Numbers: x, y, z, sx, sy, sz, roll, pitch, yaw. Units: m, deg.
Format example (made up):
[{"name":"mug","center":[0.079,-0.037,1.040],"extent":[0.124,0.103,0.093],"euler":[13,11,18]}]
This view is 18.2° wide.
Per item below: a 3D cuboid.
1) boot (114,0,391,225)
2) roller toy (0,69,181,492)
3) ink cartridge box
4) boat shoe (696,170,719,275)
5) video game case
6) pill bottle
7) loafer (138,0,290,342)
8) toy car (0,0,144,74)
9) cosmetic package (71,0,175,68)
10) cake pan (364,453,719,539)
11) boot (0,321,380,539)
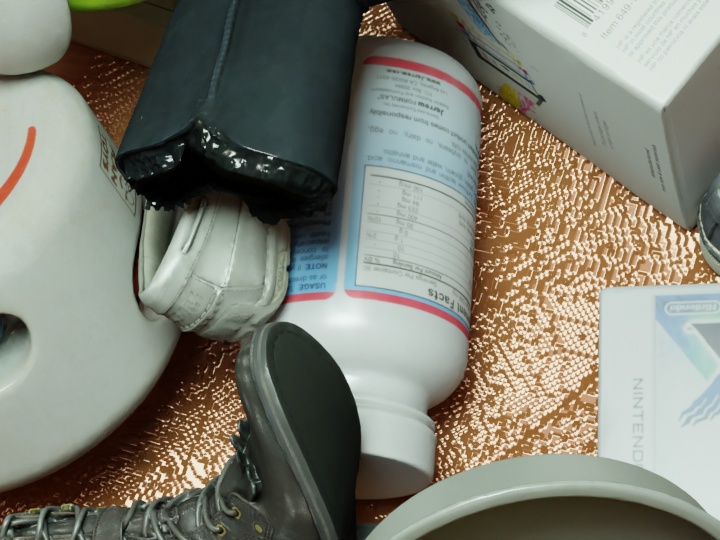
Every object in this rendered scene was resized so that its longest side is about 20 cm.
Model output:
[{"name":"boot","center":[-0.001,-0.102,0.957],"extent":[0.199,0.076,0.169],"euler":[-1,64,23]},{"name":"roller toy","center":[-0.184,-0.002,1.057],"extent":[0.182,0.140,0.200],"euler":[16,57,42]},{"name":"ink cartridge box","center":[0.118,-0.152,1.071],"extent":[0.200,0.145,0.147],"euler":[38,82,24]},{"name":"boat shoe","center":[0.255,-0.037,1.035],"extent":[0.198,0.063,0.073],"euler":[-9,64,7]},{"name":"video game case","center":[0.207,0.091,1.019],"extent":[0.198,0.022,0.184],"euler":[-2,68,13]},{"name":"pill bottle","center":[0.000,0.000,1.058],"extent":[0.108,0.109,0.202],"euler":[0,69,14]},{"name":"loafer","center":[-0.073,-0.063,1.033],"extent":[0.070,0.069,0.201],"euler":[-41,43,42]},{"name":"toy car","center":[-0.164,-0.203,1.055],"extent":[0.199,0.151,0.175],"euler":[31,51,25]},{"name":"cosmetic package","center":[-0.104,-0.164,1.170],"extent":[0.199,0.073,0.104],"euler":[21,75,20]},{"name":"cake pan","center":[0.075,0.153,0.943],"extent":[0.199,0.201,0.037],"euler":[-17,37,6]},{"name":"boot","center":[-0.081,0.114,0.984],"extent":[0.173,0.201,0.069],"euler":[-5,35,16]}]
